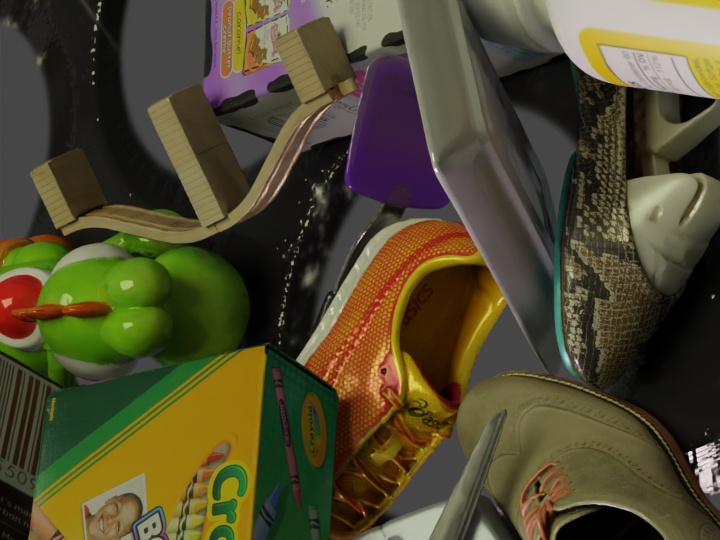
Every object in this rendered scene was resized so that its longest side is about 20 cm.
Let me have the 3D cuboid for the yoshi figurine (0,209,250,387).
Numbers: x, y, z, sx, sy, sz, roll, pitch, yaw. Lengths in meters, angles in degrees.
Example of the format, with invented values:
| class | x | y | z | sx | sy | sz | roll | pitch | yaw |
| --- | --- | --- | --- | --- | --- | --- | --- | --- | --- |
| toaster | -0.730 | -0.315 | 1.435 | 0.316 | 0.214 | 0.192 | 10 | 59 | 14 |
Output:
| class | x | y | z | sx | sy | sz | roll | pitch | yaw |
| --- | --- | --- | --- | --- | --- | --- | --- | --- | --- |
| yoshi figurine | -0.122 | 0.024 | 1.309 | 0.112 | 0.113 | 0.200 | -40 | 17 | -24 |

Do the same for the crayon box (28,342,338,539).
| class | x | y | z | sx | sy | sz | roll | pitch | yaw |
| --- | --- | --- | --- | --- | --- | --- | --- | --- | --- |
| crayon box | -0.077 | 0.140 | 1.082 | 0.118 | 0.058 | 0.201 | -13 | 59 | 30 |

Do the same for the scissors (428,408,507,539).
| class | x | y | z | sx | sy | sz | roll | pitch | yaw |
| --- | --- | --- | --- | --- | --- | --- | --- | --- | --- |
| scissors | 0.021 | 0.154 | 1.061 | 0.073 | 0.014 | 0.200 | 40 | 95 | 28 |

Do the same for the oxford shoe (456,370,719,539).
| class | x | y | z | sx | sy | sz | roll | pitch | yaw |
| --- | --- | --- | --- | --- | --- | --- | --- | --- | --- |
| oxford shoe | 0.092 | 0.092 | 1.045 | 0.200 | 0.075 | 0.071 | 37 | 105 | 47 |

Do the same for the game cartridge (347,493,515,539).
| class | x | y | z | sx | sy | sz | roll | pitch | yaw |
| --- | --- | --- | --- | --- | --- | --- | --- | --- | --- |
| game cartridge | -0.002 | 0.189 | 1.087 | 0.200 | 0.041 | 0.134 | -38 | 62 | 13 |

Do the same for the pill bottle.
| class | x | y | z | sx | sy | sz | roll | pitch | yaw |
| --- | --- | --- | --- | --- | --- | --- | --- | --- | --- |
| pill bottle | 0.140 | -0.123 | 1.006 | 0.199 | 0.114 | 0.115 | 12 | 85 | 32 |

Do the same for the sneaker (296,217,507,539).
| class | x | y | z | sx | sy | sz | roll | pitch | yaw |
| --- | --- | --- | --- | --- | --- | --- | --- | --- | --- |
| sneaker | -0.001 | 0.068 | 1.139 | 0.077 | 0.073 | 0.201 | 24 | 87 | 57 |

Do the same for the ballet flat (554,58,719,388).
| class | x | y | z | sx | sy | sz | roll | pitch | yaw |
| --- | --- | --- | --- | --- | --- | --- | --- | --- | --- |
| ballet flat | 0.118 | -0.054 | 1.081 | 0.075 | 0.068 | 0.201 | -11 | 65 | 32 |

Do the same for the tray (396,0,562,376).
| class | x | y | z | sx | sy | sz | roll | pitch | yaw |
| --- | --- | --- | --- | --- | --- | --- | --- | --- | --- |
| tray | 0.054 | -0.043 | 1.063 | 0.022 | 0.200 | 0.108 | -17 | 61 | 9 |

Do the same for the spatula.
| class | x | y | z | sx | sy | sz | roll | pitch | yaw |
| --- | --- | --- | --- | --- | --- | --- | --- | --- | --- |
| spatula | 0.000 | 0.000 | 1.193 | 0.021 | 0.056 | 0.201 | -120 | 46 | -58 |

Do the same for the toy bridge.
| class | x | y | z | sx | sy | sz | roll | pitch | yaw |
| --- | --- | --- | --- | --- | --- | --- | --- | --- | --- |
| toy bridge | -0.072 | -0.052 | 1.217 | 0.199 | 0.027 | 0.068 | -23 | 93 | 41 |

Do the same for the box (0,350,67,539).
| class | x | y | z | sx | sy | sz | roll | pitch | yaw |
| --- | --- | --- | --- | --- | --- | --- | --- | --- | --- |
| box | -0.225 | 0.146 | 1.213 | 0.200 | 0.165 | 0.165 | -44 | 27 | 33 |

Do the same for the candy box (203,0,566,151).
| class | x | y | z | sx | sy | sz | roll | pitch | yaw |
| --- | --- | --- | --- | --- | --- | --- | --- | --- | --- |
| candy box | 0.018 | -0.164 | 1.217 | 0.199 | 0.071 | 0.169 | -17 | 65 | 43 |
